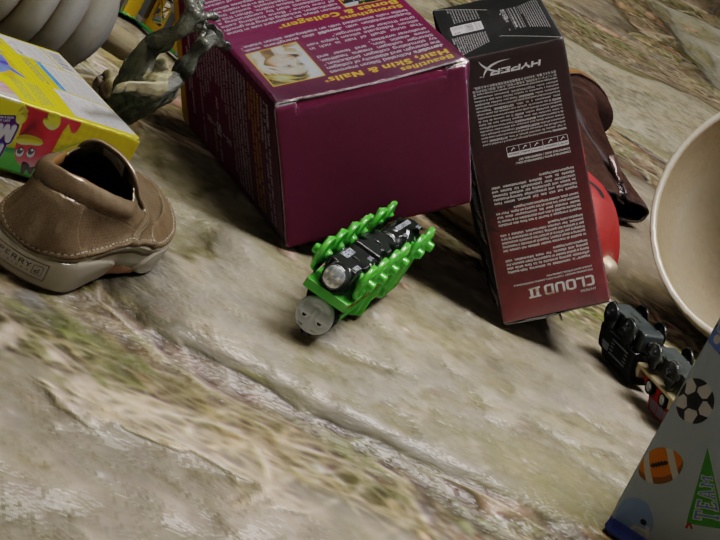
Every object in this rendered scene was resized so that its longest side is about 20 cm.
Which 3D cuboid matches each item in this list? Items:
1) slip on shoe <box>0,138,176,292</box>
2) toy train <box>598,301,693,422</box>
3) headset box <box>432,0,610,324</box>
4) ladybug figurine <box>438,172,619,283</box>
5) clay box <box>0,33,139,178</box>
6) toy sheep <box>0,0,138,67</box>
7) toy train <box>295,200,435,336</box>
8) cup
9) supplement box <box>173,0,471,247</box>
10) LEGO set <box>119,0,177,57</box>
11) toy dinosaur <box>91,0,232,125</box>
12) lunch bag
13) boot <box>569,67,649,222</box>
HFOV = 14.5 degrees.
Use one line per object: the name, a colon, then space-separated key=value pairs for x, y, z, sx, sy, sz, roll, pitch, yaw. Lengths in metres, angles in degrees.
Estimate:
slip on shoe: x=-0.141 y=-0.039 z=1.516 sx=0.076 sy=0.061 sz=0.200 roll=31 pitch=15 yaw=10
toy train: x=0.198 y=0.075 z=1.783 sx=0.034 sy=0.046 sz=0.200 roll=8 pitch=20 yaw=-24
headset box: x=0.105 y=-0.067 z=1.846 sx=0.075 sy=0.201 sz=0.149 roll=-12 pitch=17 yaw=0
ladybug figurine: x=0.110 y=-0.057 z=2.008 sx=0.200 sy=0.072 sz=0.136 roll=36 pitch=16 yaw=26
clay box: x=-0.234 y=-0.106 z=1.593 sx=0.200 sy=0.048 sz=0.115 roll=15 pitch=20 yaw=-40
toy sheep: x=-0.213 y=-0.184 z=1.743 sx=0.200 sy=0.138 sz=0.138 roll=25 pitch=14 yaw=-37
toy train: x=0.000 y=0.000 z=1.651 sx=0.042 sy=0.056 sz=0.200 roll=35 pitch=15 yaw=6
cup: x=0.315 y=-0.010 z=2.050 sx=0.200 sy=0.200 sz=0.143 roll=34 pitch=-10 yaw=20
supplement box: x=-0.026 y=-0.114 z=1.796 sx=0.131 sy=0.103 sz=0.200 roll=-13 pitch=31 yaw=-17
LEGO set: x=-0.071 y=-0.203 z=2.073 sx=0.200 sy=0.116 sz=0.154 roll=18 pitch=18 yaw=-36
toy dinosaur: x=-0.120 y=-0.123 z=1.700 sx=0.047 sy=0.088 sz=0.200 roll=45 pitch=-8 yaw=-6
lunch bag: x=0.265 y=0.117 z=1.526 sx=0.200 sy=0.170 sz=0.124 roll=32 pitch=20 yaw=20
boot: x=0.180 y=-0.094 z=2.311 sx=0.200 sy=0.072 sz=0.166 roll=10 pitch=36 yaw=-54
